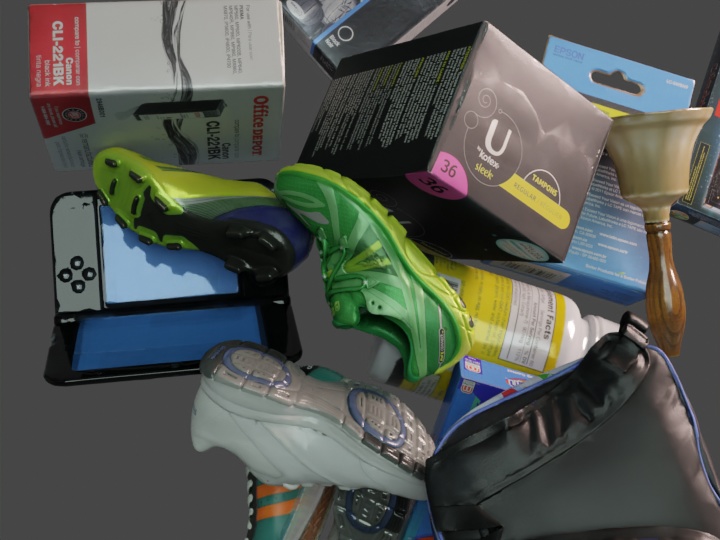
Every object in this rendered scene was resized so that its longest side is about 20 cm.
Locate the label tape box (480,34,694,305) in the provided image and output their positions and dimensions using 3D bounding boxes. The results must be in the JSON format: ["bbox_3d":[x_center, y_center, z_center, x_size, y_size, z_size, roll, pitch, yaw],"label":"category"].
[{"bbox_3d":[0.202,-0.086,1.047,0.143,0.063,0.202,16,78,-5],"label":"label tape box"}]

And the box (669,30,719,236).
[{"bbox_3d":[0.374,-0.122,1.088,0.135,0.038,0.202,22,77,-2],"label":"box"}]

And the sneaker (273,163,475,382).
[{"bbox_3d":[0.000,0.000,0.888,0.083,0.074,0.200,-41,83,-13],"label":"sneaker"}]

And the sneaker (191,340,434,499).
[{"bbox_3d":[-0.033,0.125,0.881,0.198,0.075,0.088,24,117,-1],"label":"sneaker"}]

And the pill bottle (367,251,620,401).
[{"bbox_3d":[0.114,0.064,0.982,0.198,0.114,0.115,17,77,-3],"label":"pill bottle"}]

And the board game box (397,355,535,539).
[{"bbox_3d":[0.119,0.182,0.943,0.151,0.045,0.202,15,111,-3],"label":"board game box"}]

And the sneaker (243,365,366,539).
[{"bbox_3d":[-0.064,0.174,0.968,0.079,0.071,0.202,19,81,15],"label":"sneaker"}]

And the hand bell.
[{"bbox_3d":[0.248,-0.029,0.981,0.103,0.104,0.202,-7,94,-8],"label":"hand bell"}]

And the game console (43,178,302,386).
[{"bbox_3d":[-0.154,0.004,0.961,0.198,0.116,0.178,-4,80,-8],"label":"game console"}]

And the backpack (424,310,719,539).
[{"bbox_3d":[0.139,0.158,0.809,0.189,0.154,0.202,-16,68,-7],"label":"backpack"}]

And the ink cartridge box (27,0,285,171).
[{"bbox_3d":[-0.162,-0.151,0.971,0.198,0.144,0.085,-4,72,-7],"label":"ink cartridge box"}]

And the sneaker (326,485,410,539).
[{"bbox_3d":[0.000,0.234,0.955,0.074,0.087,0.202,20,96,6],"label":"sneaker"}]

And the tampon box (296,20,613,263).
[{"bbox_3d":[0.068,-0.093,0.942,0.149,0.199,0.127,29,76,-30],"label":"tampon box"}]

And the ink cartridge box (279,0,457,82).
[{"bbox_3d":[0.028,-0.261,1.075,0.200,0.039,0.100,-42,86,-13],"label":"ink cartridge box"}]

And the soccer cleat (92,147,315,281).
[{"bbox_3d":[-0.127,-0.052,0.965,0.199,0.065,0.084,23,36,16],"label":"soccer cleat"}]
